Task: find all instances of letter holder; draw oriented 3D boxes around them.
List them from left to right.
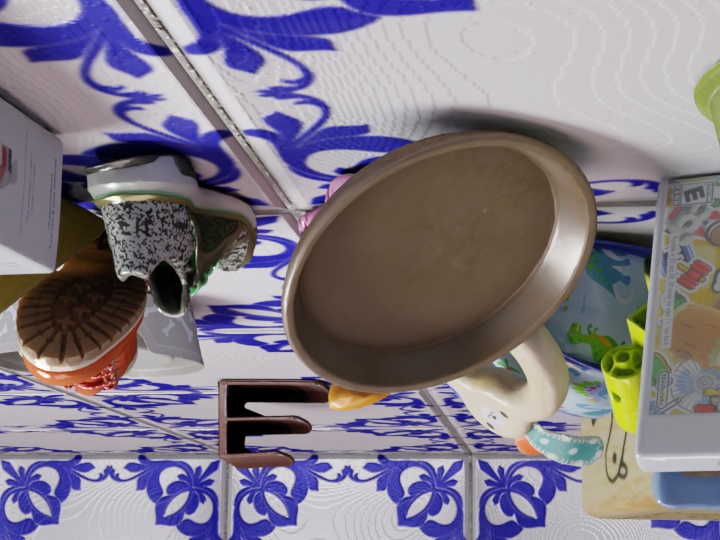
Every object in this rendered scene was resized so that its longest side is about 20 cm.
[{"bbox_3d":[-0.108,0.208,1.974,0.142,0.101,0.200,-2,168,2],"label":"letter holder"}]

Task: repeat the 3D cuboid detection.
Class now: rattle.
[{"bbox_3d":[0.080,0.108,1.016,0.130,0.143,0.200,3,134,28],"label":"rattle"}]

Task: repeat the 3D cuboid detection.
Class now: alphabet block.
[{"bbox_3d":[0.331,0.138,1.396,0.196,0.196,0.200,5,167,-10],"label":"alphabet block"}]

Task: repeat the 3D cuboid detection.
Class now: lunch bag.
[{"bbox_3d":[0.137,0.042,1.131,0.200,0.128,0.170,15,162,-15],"label":"lunch bag"}]

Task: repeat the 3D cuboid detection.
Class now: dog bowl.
[{"bbox_3d":[-0.245,0.060,1.373,0.200,0.059,0.200,0,168,0],"label":"dog bowl"}]

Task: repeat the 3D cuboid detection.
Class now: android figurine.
[{"bbox_3d":[0.245,0.044,1.015,0.041,0.182,0.200,39,161,42],"label":"android figurine"}]

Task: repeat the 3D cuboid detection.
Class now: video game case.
[{"bbox_3d":[0.255,0.022,0.846,0.182,0.200,0.023,-5,142,24],"label":"video game case"}]

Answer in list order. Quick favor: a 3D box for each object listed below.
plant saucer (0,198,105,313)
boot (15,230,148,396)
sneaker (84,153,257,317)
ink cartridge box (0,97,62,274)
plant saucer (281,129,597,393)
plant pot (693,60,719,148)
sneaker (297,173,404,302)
[{"bbox_3d":[-0.296,0.003,0.947,0.200,0.049,0.200,-7,-157,30],"label":"plant saucer"},{"bbox_3d":[-0.177,0.047,0.970,0.075,0.107,0.200,10,-160,1],"label":"boot"},{"bbox_3d":[-0.122,-0.011,0.950,0.077,0.089,0.200,-3,168,16],"label":"sneaker"},{"bbox_3d":[-0.260,-0.054,0.762,0.145,0.084,0.200,-1,169,11],"label":"ink cartridge box"},{"bbox_3d":[0.045,-0.006,0.872,0.200,0.029,0.200,-14,136,-14],"label":"plant saucer"},{"bbox_3d":[0.268,-0.004,0.719,0.200,0.190,0.200,1,168,0],"label":"plant pot"},{"bbox_3d":[0.000,0.000,0.987,0.079,0.096,0.200,0,170,-6],"label":"sneaker"}]
